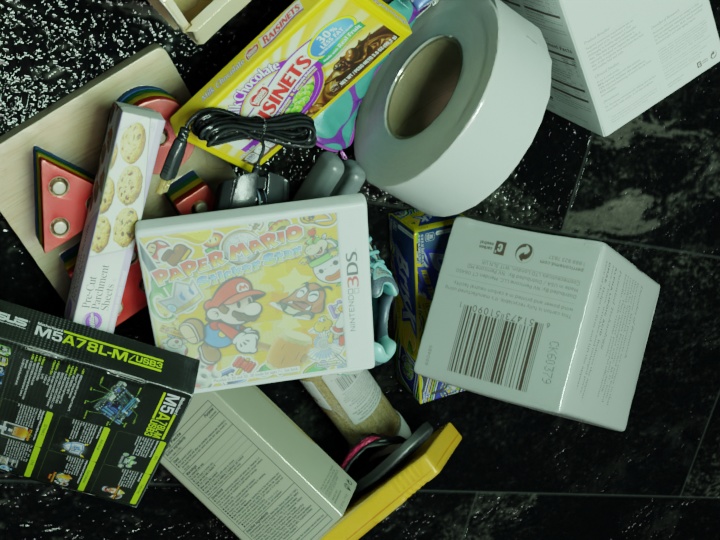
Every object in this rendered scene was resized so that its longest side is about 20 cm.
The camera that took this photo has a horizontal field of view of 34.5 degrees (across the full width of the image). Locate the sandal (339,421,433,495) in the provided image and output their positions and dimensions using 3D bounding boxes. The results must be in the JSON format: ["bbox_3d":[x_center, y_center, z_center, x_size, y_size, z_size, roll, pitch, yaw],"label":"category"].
[{"bbox_3d":[-0.001,0.202,1.203,0.075,0.045,0.200,-25,168,-47],"label":"sandal"}]

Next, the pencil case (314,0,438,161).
[{"bbox_3d":[-0.003,-0.210,1.083,0.092,0.085,0.201,30,97,-18],"label":"pencil case"}]

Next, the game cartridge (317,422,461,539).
[{"bbox_3d":[0.016,0.242,1.217,0.200,0.176,0.033,-39,85,14],"label":"game cartridge"}]

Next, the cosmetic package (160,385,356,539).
[{"bbox_3d":[-0.112,0.186,1.140,0.200,0.071,0.105,46,110,-3],"label":"cosmetic package"}]

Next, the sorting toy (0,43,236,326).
[{"bbox_3d":[-0.211,-0.065,1.051,0.199,0.070,0.200,-34,122,-9],"label":"sorting toy"}]

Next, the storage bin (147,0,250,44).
[{"bbox_3d":[-0.130,-0.320,0.914,0.200,0.094,0.199,-43,86,-4],"label":"storage bin"}]

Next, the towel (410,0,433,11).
[{"bbox_3d":[0.055,-0.351,1.023,0.144,0.024,0.201,-33,89,-2],"label":"towel"}]

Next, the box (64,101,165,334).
[{"bbox_3d":[-0.212,-0.043,0.996,0.041,0.039,0.201,10,106,-27],"label":"box"}]

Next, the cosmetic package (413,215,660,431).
[{"bbox_3d":[0.185,0.058,1.181,0.200,0.164,0.166,23,82,-59],"label":"cosmetic package"}]

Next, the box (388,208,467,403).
[{"bbox_3d":[0.076,0.034,1.238,0.070,0.064,0.202,-13,116,-21],"label":"box"}]

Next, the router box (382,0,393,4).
[{"bbox_3d":[0.022,-0.327,0.982,0.199,0.052,0.158,-35,89,17],"label":"router box"}]

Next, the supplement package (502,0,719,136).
[{"bbox_3d":[0.227,-0.270,1.130,0.151,0.151,0.201,-33,122,-9],"label":"supplement package"}]

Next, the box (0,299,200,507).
[{"bbox_3d":[-0.263,0.124,1.041,0.192,0.048,0.201,16,135,-15],"label":"box"}]

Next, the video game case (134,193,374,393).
[{"bbox_3d":[-0.088,0.025,1.035,0.198,0.023,0.183,-7,124,-6],"label":"video game case"}]

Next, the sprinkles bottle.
[{"bbox_3d":[-0.018,0.124,1.227,0.068,0.068,0.201,-38,122,-7],"label":"sprinkles bottle"}]

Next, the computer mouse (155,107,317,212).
[{"bbox_3d":[-0.118,-0.049,1.015,0.140,0.046,0.201,3,124,-39],"label":"computer mouse"}]

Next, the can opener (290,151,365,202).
[{"bbox_3d":[-0.068,-0.031,1.110,0.052,0.067,0.200,15,123,-38],"label":"can opener"}]

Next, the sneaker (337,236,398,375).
[{"bbox_3d":[0.000,0.000,1.140,0.077,0.086,0.202,-6,88,-44],"label":"sneaker"}]

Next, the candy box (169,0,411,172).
[{"bbox_3d":[-0.060,-0.166,0.992,0.200,0.027,0.102,-39,143,22],"label":"candy box"}]

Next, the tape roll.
[{"bbox_3d":[0.082,-0.156,1.079,0.070,0.202,0.203,26,98,-31],"label":"tape roll"}]
